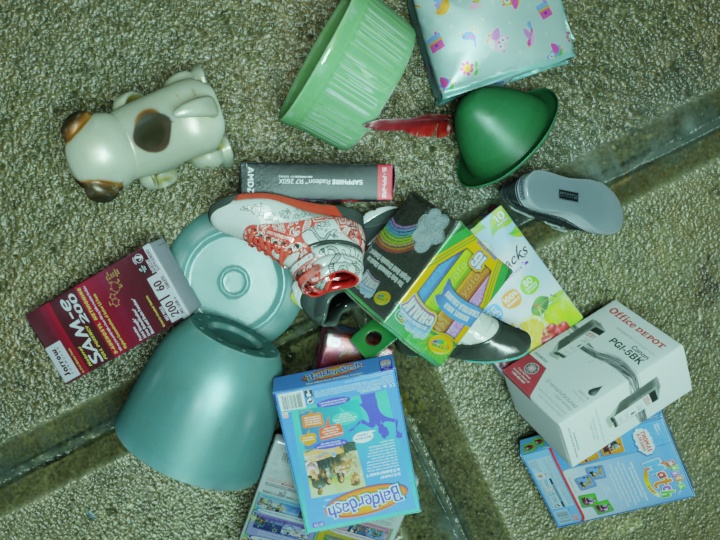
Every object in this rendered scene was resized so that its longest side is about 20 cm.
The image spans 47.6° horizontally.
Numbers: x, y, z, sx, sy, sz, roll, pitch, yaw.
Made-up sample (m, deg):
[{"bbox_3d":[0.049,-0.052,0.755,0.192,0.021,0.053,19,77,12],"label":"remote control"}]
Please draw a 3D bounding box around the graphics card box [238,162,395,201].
[{"bbox_3d":[-0.059,-0.116,1.075,0.196,0.125,0.052,1,95,-7],"label":"graphics card box"}]

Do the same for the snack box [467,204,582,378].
[{"bbox_3d":[0.197,0.031,1.149,0.142,0.053,0.201,-38,97,-2],"label":"snack box"}]

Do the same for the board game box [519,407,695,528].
[{"bbox_3d":[0.341,0.274,1.133,0.198,0.037,0.152,-20,115,22],"label":"board game box"}]

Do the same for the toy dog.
[{"bbox_3d":[-0.268,-0.158,1.022,0.197,0.194,0.141,-21,109,-10],"label":"toy dog"}]

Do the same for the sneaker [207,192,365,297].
[{"bbox_3d":[-0.089,-0.029,1.003,0.198,0.067,0.109,5,59,-12],"label":"sneaker"}]

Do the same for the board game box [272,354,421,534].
[{"bbox_3d":[-0.015,0.215,1.003,0.150,0.045,0.203,-10,108,0],"label":"board game box"}]

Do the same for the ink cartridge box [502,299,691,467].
[{"bbox_3d":[0.315,0.145,1.094,0.198,0.147,0.084,-30,121,-9],"label":"ink cartridge box"}]

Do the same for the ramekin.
[{"bbox_3d":[-0.015,-0.253,1.037,0.097,0.200,0.202,29,91,-15],"label":"ramekin"}]

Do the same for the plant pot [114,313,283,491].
[{"bbox_3d":[-0.189,0.153,1.037,0.198,0.201,0.163,23,97,-7],"label":"plant pot"}]

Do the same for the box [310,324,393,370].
[{"bbox_3d":[-0.029,0.182,1.114,0.094,0.100,0.203,14,93,-8],"label":"box"}]

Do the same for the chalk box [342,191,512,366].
[{"bbox_3d":[0.068,0.029,1.031,0.124,0.125,0.201,37,92,-35],"label":"chalk box"}]

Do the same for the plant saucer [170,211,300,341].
[{"bbox_3d":[-0.172,0.014,1.118,0.196,0.036,0.204,-1,95,-6],"label":"plant saucer"}]

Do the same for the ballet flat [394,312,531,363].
[{"bbox_3d":[0.127,0.085,1.091,0.197,0.068,0.069,-4,129,30],"label":"ballet flat"}]

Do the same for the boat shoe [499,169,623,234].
[{"bbox_3d":[0.282,-0.090,1.140,0.197,0.068,0.075,6,83,-31],"label":"boat shoe"}]

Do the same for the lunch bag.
[{"bbox_3d":[0.174,-0.331,1.085,0.197,0.122,0.173,-18,95,2],"label":"lunch bag"}]

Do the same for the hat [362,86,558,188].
[{"bbox_3d":[0.135,-0.219,1.034,0.165,0.201,0.176,-31,119,33],"label":"hat"}]

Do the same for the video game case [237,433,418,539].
[{"bbox_3d":[-0.046,0.321,1.075,0.197,0.022,0.184,18,108,-10],"label":"video game case"}]

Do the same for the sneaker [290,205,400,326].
[{"bbox_3d":[0.000,0.000,1.103,0.200,0.074,0.085,-43,53,6],"label":"sneaker"}]

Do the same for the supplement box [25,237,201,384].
[{"bbox_3d":[-0.324,0.053,1.076,0.198,0.061,0.110,-29,97,9],"label":"supplement box"}]
